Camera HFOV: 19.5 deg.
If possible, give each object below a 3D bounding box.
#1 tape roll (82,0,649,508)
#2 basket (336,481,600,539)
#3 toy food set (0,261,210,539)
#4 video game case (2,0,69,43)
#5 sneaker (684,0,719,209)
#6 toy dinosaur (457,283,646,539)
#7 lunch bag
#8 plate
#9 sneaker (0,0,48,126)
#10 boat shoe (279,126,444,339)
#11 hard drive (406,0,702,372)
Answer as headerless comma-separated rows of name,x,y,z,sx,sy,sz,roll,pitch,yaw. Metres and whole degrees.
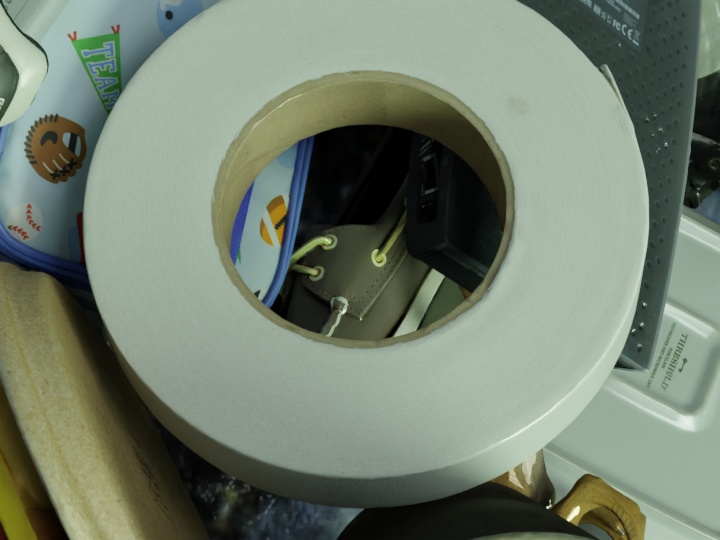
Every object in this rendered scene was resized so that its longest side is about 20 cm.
tape roll,0.003,-0.016,0.744,0.201,0.037,0.204,-1,65,2
basket,0.034,0.144,0.713,0.180,0.200,0.136,-43,93,6
toy food set,-0.094,0.085,0.742,0.048,0.200,0.199,-27,74,0
video game case,-0.206,-0.101,0.724,0.181,0.022,0.201,30,65,1
sneaker,0.165,-0.117,0.985,0.071,0.073,0.201,18,104,1
toy dinosaur,0.061,0.091,0.834,0.105,0.060,0.202,10,102,5
lunch bag,-0.082,-0.081,0.829,0.160,0.075,0.202,21,76,-34
plate,0.127,0.043,0.916,0.199,0.032,0.200,28,57,0
sneaker,-0.163,-0.129,0.704,0.087,0.076,0.201,-7,72,-32
boat shoe,0.000,0.000,0.881,0.060,0.072,0.200,45,61,-14
hard drive,0.080,-0.070,0.852,0.135,0.042,0.201,31,58,-35
